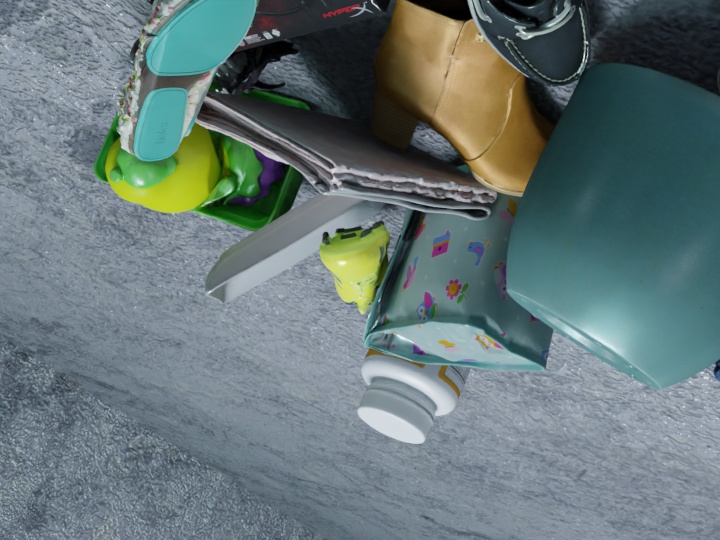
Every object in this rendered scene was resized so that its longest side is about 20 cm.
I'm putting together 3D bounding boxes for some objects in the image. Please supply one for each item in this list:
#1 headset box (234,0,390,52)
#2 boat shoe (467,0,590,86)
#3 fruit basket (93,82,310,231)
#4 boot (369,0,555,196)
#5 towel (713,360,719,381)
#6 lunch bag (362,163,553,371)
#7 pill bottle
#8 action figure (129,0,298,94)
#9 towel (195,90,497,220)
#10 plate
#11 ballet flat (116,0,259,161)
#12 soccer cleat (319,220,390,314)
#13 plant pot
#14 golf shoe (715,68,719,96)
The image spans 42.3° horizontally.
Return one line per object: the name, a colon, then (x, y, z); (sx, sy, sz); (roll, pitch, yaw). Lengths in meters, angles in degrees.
headset box: (-0.080, -0.252, 0.614); (0.148, 0.075, 0.200); (-2, 144, 38)
boat shoe: (0.100, -0.180, 0.579); (0.075, 0.060, 0.200); (-32, 133, 15)
fruit basket: (-0.161, -0.117, 0.885); (0.215, 0.156, 0.216); (20, 171, 3)
boot: (0.108, -0.134, 0.697); (0.200, 0.071, 0.144); (14, 143, -5)
towel: (0.445, 0.107, 0.874); (0.199, 0.049, 0.112); (22, 156, 8)
lunch bag: (0.087, -0.002, 0.854); (0.122, 0.171, 0.200); (30, 160, -30)
pill bottle: (0.071, 0.080, 1.005); (0.109, 0.200, 0.109); (22, 156, 10)
action figure: (-0.133, -0.198, 0.763); (0.119, 0.102, 0.200); (5, 146, 31)
towel: (-0.014, -0.095, 0.752); (0.200, 0.032, 0.191); (4, -158, -46)
plate: (-0.062, -0.033, 0.903); (0.032, 0.200, 0.200); (59, 175, 3)
ballet flat: (-0.135, -0.157, 0.666); (0.075, 0.064, 0.200); (-3, 152, -36)
soccer cleat: (0.001, 0.000, 0.884); (0.064, 0.084, 0.200); (-9, 179, 2)
plant pot: (0.195, -0.018, 0.643); (0.200, 0.161, 0.201); (34, 180, 0)
golf shoe: (0.318, -0.092, 0.558); (0.200, 0.077, 0.088); (27, 150, -3)
